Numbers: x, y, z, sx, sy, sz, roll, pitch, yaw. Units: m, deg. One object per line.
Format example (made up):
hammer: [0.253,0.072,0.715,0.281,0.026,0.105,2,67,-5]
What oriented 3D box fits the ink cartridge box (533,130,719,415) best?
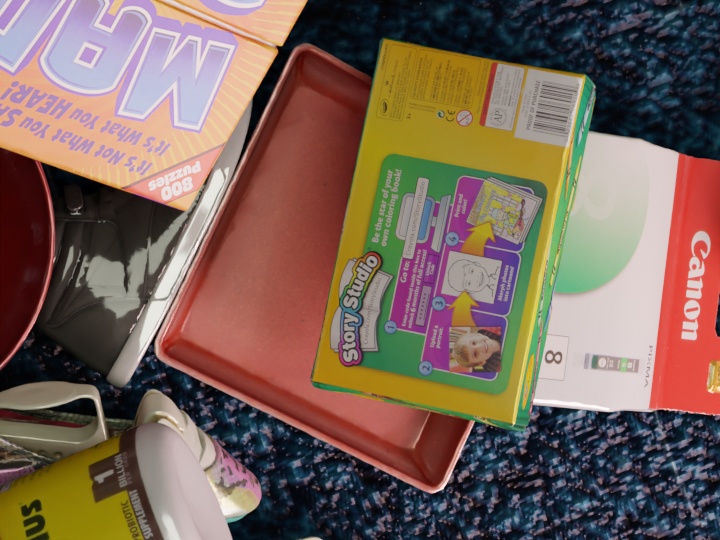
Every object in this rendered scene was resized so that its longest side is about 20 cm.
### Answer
ink cartridge box: [0.168,0.005,1.393,0.199,0.050,0.162,7,90,-24]

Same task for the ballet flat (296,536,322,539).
ballet flat: [-0.008,0.188,1.357,0.199,0.074,0.075,2,89,-16]

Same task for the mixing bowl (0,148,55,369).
mixing bowl: [-0.270,-0.017,1.269,0.199,0.108,0.201,0,89,-13]

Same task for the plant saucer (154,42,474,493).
plant saucer: [0.000,0.000,1.367,0.199,0.037,0.201,28,82,-20]

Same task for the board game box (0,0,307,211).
board game box: [-0.159,-0.184,1.191,0.199,0.200,0.200,19,106,-43]

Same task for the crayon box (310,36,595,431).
crayon box: [0.053,-0.020,1.308,0.118,0.058,0.201,12,88,13]

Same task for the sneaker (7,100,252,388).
sneaker: [-0.134,-0.044,1.325,0.099,0.071,0.201,26,80,-8]

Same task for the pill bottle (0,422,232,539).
pill bottle: [-0.172,0.165,1.238,0.199,0.109,0.110,-24,95,6]

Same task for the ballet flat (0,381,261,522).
ballet flat: [-0.145,0.098,1.311,0.199,0.069,0.071,8,117,-17]
